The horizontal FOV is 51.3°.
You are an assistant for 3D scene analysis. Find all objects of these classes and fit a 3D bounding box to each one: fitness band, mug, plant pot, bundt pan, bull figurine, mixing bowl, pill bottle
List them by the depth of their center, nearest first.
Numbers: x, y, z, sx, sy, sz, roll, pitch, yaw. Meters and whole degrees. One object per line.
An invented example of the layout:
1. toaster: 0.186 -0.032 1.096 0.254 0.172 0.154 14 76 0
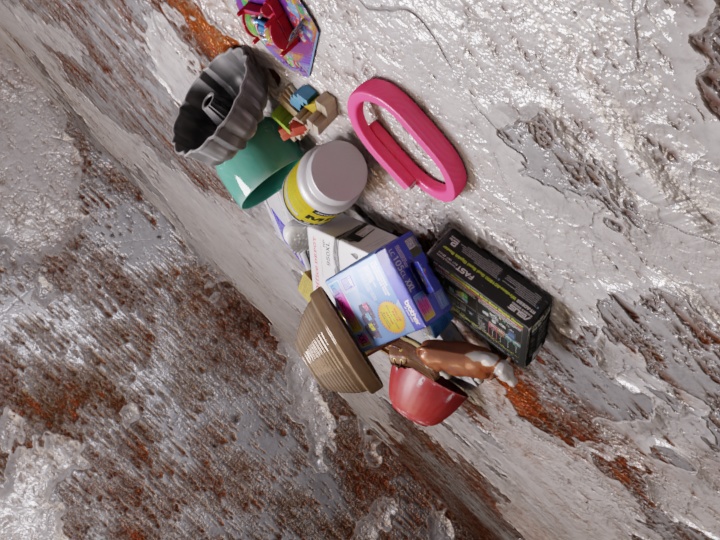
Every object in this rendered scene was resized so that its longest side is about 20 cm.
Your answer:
1. fitness band: 0.061 -0.171 1.016 0.200 0.037 0.143 46 164 -8
2. pill bottle: -0.060 -0.144 1.246 0.114 0.114 0.200 46 165 -8
3. bundt pan: -0.226 -0.263 1.249 0.075 0.205 0.200 31 175 -38
4. plant pot: -0.050 0.137 1.277 0.203 0.092 0.201 57 178 3
5. mug: -0.192 -0.197 1.361 0.115 0.151 0.185 54 152 2
6. bull figurine: 0.203 0.173 1.405 0.195 0.066 0.122 14 162 17
7. mixing bowl: 0.138 0.285 1.719 0.197 0.110 0.200 30 -179 -1

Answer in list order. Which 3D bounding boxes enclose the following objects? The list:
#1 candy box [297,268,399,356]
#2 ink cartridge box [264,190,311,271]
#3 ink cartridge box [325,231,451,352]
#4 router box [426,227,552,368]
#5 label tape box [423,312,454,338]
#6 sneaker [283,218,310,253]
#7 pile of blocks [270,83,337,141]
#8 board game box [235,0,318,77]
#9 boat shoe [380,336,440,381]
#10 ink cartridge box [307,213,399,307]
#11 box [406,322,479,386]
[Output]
1. candy box: -0.017 0.070 1.454 0.200 0.115 0.057 48 136 23
2. ink cartridge box: -0.160 -0.124 1.587 0.200 0.043 0.201 43 157 54
3. ink cartridge box: 0.050 0.032 1.168 0.199 0.076 0.139 -28 91 48
4. router box: 0.197 0.044 1.162 0.199 0.062 0.151 38 163 25
5. label tape box: 0.075 0.024 1.422 0.198 0.066 0.144 31 159 36
6. sneaker: -0.101 -0.090 1.432 0.081 0.076 0.199 52 -159 9
7. pile of blocks: -0.104 -0.247 1.194 0.082 0.062 0.199 49 164 -17
8. board game box: -0.134 -0.345 1.058 0.158 0.039 0.200 45 164 1
9. boat shoe: 0.093 0.184 1.627 0.199 0.068 0.073 35 162 33
10. ink cartridge box: 0.000 0.000 1.333 0.198 0.083 0.148 25 129 42
11. box: 0.161 0.155 1.580 0.157 0.041 0.199 52 162 -24
